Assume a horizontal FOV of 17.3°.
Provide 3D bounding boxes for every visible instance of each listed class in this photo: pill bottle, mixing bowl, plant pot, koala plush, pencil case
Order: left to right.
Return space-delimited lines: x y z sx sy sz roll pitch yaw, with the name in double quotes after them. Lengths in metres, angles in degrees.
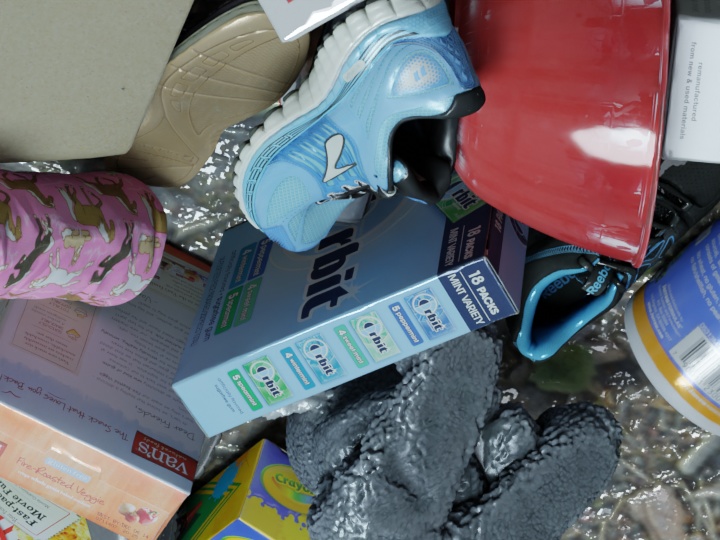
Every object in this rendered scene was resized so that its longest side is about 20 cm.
-0.185 -0.171 1.265 0.177 0.200 0.200 15 126 -18 "plant pot"
-0.188 -0.018 1.295 0.083 0.200 0.087 40 106 19 "pencil case"
0.016 0.109 1.440 0.177 0.200 0.184 39 82 -30 "koala plush"
0.102 -0.103 1.260 0.108 0.200 0.200 3 125 1 "mixing bowl"
0.257 -0.001 1.371 0.112 0.112 0.200 36 120 -18 "pill bottle"

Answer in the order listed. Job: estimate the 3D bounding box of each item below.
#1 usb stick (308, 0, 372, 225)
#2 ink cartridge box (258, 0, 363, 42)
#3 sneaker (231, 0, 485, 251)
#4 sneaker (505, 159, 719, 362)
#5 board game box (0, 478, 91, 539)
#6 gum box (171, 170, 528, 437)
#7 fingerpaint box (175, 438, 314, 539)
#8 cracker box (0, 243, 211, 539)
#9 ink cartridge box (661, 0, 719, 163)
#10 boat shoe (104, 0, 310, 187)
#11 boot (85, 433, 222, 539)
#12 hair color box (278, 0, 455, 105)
0.001 -0.111 1.296 0.055 0.033 0.200 19 124 1 "usb stick"
-0.019 -0.236 1.174 0.145 0.084 0.200 -27 100 21 "ink cartridge box"
0.000 -0.059 1.227 0.090 0.078 0.200 54 144 13 "sneaker"
0.158 -0.022 1.386 0.073 0.082 0.200 33 121 -14 "sneaker"
-0.259 0.157 1.579 0.200 0.046 0.152 -29 117 24 "board game box"
0.000 0.000 1.364 0.200 0.170 0.045 -24 115 20 "gum box"
-0.037 0.221 1.563 0.200 0.073 0.167 35 134 -17 "fingerpaint box"
-0.154 0.054 1.401 0.134 0.200 0.058 28 125 -12 "cracker box"
0.261 -0.113 1.267 0.200 0.145 0.084 5 114 3 "ink cartridge box"
-0.088 -0.113 1.324 0.072 0.065 0.200 12 152 -22 "boat shoe"
-0.176 0.133 1.498 0.132 0.070 0.200 23 86 -19 "boot"
0.003 -0.163 1.317 0.101 0.061 0.200 1 126 5 "hair color box"
